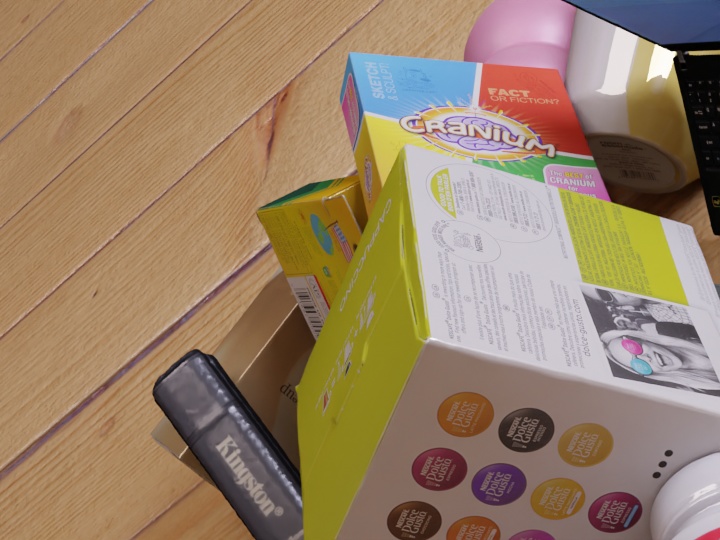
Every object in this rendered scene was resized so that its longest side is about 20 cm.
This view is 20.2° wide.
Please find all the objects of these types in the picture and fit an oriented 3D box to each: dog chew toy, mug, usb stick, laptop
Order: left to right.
[{"bbox_3d":[-0.079,0.144,1.453,0.055,0.033,0.200,-38,69,-1],"label":"usb stick"},{"bbox_3d":[0.132,-0.125,1.505,0.124,0.125,0.200,-29,29,33],"label":"dog chew toy"},{"bbox_3d":[0.215,-0.144,1.396,0.187,0.149,0.153,-34,34,65],"label":"mug"},{"bbox_3d":[0.224,-0.096,1.235,0.103,0.200,0.177,-23,16,-29],"label":"laptop"}]

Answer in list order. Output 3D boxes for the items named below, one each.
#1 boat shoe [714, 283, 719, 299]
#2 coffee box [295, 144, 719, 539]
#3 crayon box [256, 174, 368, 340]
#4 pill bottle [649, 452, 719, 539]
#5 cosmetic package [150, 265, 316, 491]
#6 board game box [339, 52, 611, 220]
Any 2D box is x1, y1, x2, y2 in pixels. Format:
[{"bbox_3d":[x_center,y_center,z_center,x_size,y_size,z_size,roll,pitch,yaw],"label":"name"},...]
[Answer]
[{"bbox_3d":[0.224,0.079,1.187,0.202,0.074,0.065,-111,30,-57],"label":"boat shoe"},{"bbox_3d":[0.085,0.079,1.171,0.200,0.197,0.200,-95,24,-55],"label":"coffee box"},{"bbox_3d":[0.000,0.000,1.401,0.051,0.127,0.200,-27,8,-17],"label":"crayon box"},{"bbox_3d":[0.205,0.187,1.010,0.120,0.120,0.200,-38,29,20],"label":"pill bottle"},{"bbox_3d":[-0.055,0.083,1.546,0.200,0.105,0.071,-54,26,-6],"label":"cosmetic package"},{"bbox_3d":[0.074,-0.069,1.316,0.200,0.153,0.040,-103,21,-52],"label":"board game box"}]
